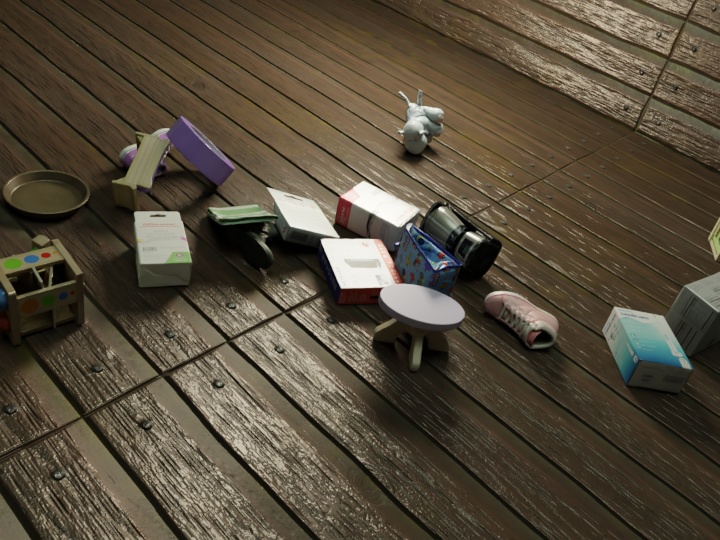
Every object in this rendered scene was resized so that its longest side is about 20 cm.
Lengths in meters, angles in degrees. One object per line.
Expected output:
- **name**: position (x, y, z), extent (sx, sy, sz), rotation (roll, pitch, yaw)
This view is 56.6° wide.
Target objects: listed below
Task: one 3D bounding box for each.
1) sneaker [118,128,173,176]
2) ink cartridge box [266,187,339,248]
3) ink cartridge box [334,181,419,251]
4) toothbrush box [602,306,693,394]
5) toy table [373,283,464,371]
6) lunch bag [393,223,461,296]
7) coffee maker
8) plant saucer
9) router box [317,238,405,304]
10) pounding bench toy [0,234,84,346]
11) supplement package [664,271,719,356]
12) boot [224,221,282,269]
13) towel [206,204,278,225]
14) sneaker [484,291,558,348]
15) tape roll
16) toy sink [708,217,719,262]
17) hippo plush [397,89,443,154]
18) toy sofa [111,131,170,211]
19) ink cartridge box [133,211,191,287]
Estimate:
- **sneaker**: position (-0.564, -0.320, 1.872), extent (0.113, 0.074, 0.200), rotation (31, 48, 16)
- **ink cartridge box**: position (-0.161, -0.135, 1.764), extent (0.159, 0.051, 0.201), rotation (12, 26, -36)
- **ink cartridge box**: position (0.048, -0.154, 1.871), extent (0.196, 0.086, 0.144), rotation (28, 36, 18)
- **toothbrush box**: position (0.708, 0.195, 1.659), extent (0.141, 0.087, 0.203), rotation (10, 36, -8)
- **toy table**: position (0.125, 0.119, 1.500), extent (0.194, 0.120, 0.186), rotation (17, 34, 1)
- **lunch bag**: position (0.138, -0.004, 1.643), extent (0.092, 0.154, 0.201), rotation (-10, 42, -33)
- **coffee maker**: position (0.288, -0.090, 1.838), extent (0.189, 0.138, 0.200), rotation (-16, 46, -39)
- **plant saucer**: position (-0.765, -0.183, 1.631), extent (0.193, 0.030, 0.203), rotation (10, 35, -7)
- **router box**: position (0.000, 0.000, 1.672), extent (0.174, 0.050, 0.202), rotation (0, 38, -23)
- **pounding bench toy**: position (-0.657, 0.021, 1.308), extent (0.153, 0.127, 0.199), rotation (-19, 47, -39)
- **supplement package**: position (0.925, 0.115, 1.794), extent (0.195, 0.159, 0.111), rotation (-12, 43, -35)
- **boot**: position (-0.242, -0.084, 1.671), extent (0.128, 0.069, 0.199), rotation (-16, 41, -39)
- **towel**: position (-0.303, -0.142, 1.686), extent (0.148, 0.024, 0.199), rotation (-6, 13, -22)
- **sneaker**: position (0.394, 0.124, 1.637), extent (0.195, 0.077, 0.105), rotation (24, 30, 4)
- **tape roll**: position (-0.436, -0.325, 1.828), extent (0.200, 0.066, 0.200), rotation (46, 3, -3)
- **toy sink**: position (1.274, -0.119, 2.283), extent (0.109, 0.133, 0.201), rotation (20, 35, 8)
- **hippo plush**: position (0.214, -0.504, 2.345), extent (0.154, 0.204, 0.163), rotation (-2, 40, 13)
- **toy sofa**: position (-0.559, -0.255, 1.721), extent (0.094, 0.084, 0.204), rotation (11, 51, -5)
- **ink cartridge box**: position (-0.461, -0.053, 1.540), extent (0.114, 0.069, 0.202), rotation (-2, 40, -23)
